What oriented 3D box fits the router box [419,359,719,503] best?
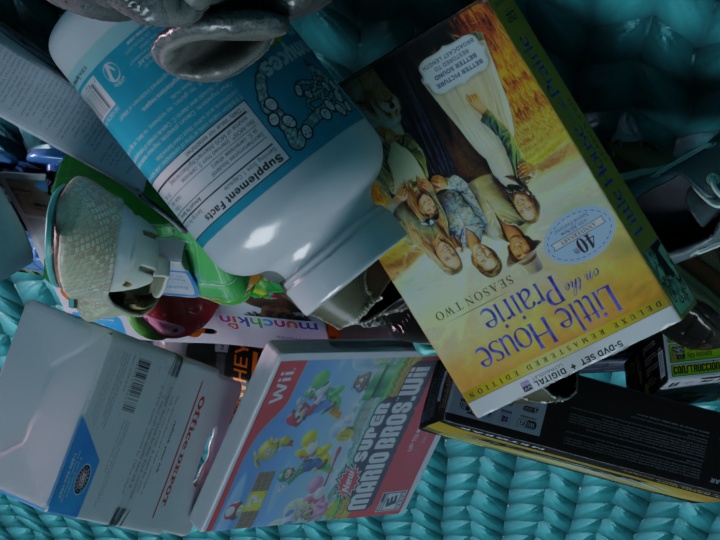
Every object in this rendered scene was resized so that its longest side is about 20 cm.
[{"bbox_3d":[0.145,0.102,1.499,0.199,0.052,0.157,15,173,-2],"label":"router box"}]

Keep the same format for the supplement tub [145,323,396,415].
[{"bbox_3d":[-0.066,0.052,1.653,0.199,0.123,0.123,5,161,2],"label":"supplement tub"}]

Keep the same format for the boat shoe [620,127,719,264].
[{"bbox_3d":[0.193,-0.036,1.247,0.200,0.062,0.073,-21,112,24],"label":"boat shoe"}]

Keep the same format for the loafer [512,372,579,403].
[{"bbox_3d":[0.089,0.002,1.331,0.070,0.075,0.200,17,143,34],"label":"loafer"}]

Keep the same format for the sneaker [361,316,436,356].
[{"bbox_3d":[0.010,-0.010,1.498,0.200,0.091,0.077,30,155,-31],"label":"sneaker"}]

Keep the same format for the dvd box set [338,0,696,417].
[{"bbox_3d":[0.069,-0.034,1.240,0.146,0.029,0.200,-28,97,34],"label":"dvd box set"}]

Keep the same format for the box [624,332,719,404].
[{"bbox_3d":[0.236,0.060,1.486,0.110,0.035,0.200,-6,172,-2],"label":"box"}]

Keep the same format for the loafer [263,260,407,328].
[{"bbox_3d":[0.000,0.000,1.362,0.075,0.070,0.200,-39,175,19],"label":"loafer"}]

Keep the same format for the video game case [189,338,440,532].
[{"bbox_3d":[-0.014,0.109,1.564,0.200,0.143,0.017,1,-149,-46],"label":"video game case"}]

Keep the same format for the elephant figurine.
[{"bbox_3d":[-0.062,-0.154,1.110,0.155,0.142,0.200,33,-171,33],"label":"elephant figurine"}]

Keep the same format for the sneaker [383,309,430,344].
[{"bbox_3d":[0.121,0.015,1.466,0.200,0.076,0.115,-18,153,20],"label":"sneaker"}]

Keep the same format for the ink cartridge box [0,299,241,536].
[{"bbox_3d":[-0.158,0.098,1.458,0.067,0.116,0.200,18,175,23],"label":"ink cartridge box"}]

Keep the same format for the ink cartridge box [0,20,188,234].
[{"bbox_3d":[-0.199,-0.114,1.308,0.200,0.041,0.200,33,-177,-43],"label":"ink cartridge box"}]

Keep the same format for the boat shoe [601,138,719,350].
[{"bbox_3d":[0.153,-0.039,1.349,0.200,0.074,0.076,42,164,-13],"label":"boat shoe"}]

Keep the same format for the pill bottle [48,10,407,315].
[{"bbox_3d":[-0.064,-0.075,1.210,0.200,0.111,0.111,51,157,0],"label":"pill bottle"}]

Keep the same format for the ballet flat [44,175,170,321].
[{"bbox_3d":[-0.138,-0.011,1.292,0.062,0.068,0.200,6,172,-2],"label":"ballet flat"}]

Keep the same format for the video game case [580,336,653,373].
[{"bbox_3d":[0.198,0.050,1.579,0.142,0.019,0.200,-2,172,-31],"label":"video game case"}]

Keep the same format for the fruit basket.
[{"bbox_3d":[-0.122,0.002,1.470,0.185,0.094,0.200,5,144,11],"label":"fruit basket"}]

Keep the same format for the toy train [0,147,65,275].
[{"bbox_3d":[-0.205,-0.037,1.601,0.199,0.087,0.114,7,169,12],"label":"toy train"}]

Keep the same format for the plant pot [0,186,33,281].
[{"bbox_3d":[-0.326,-0.039,1.419,0.201,0.161,0.201,48,165,18],"label":"plant pot"}]
